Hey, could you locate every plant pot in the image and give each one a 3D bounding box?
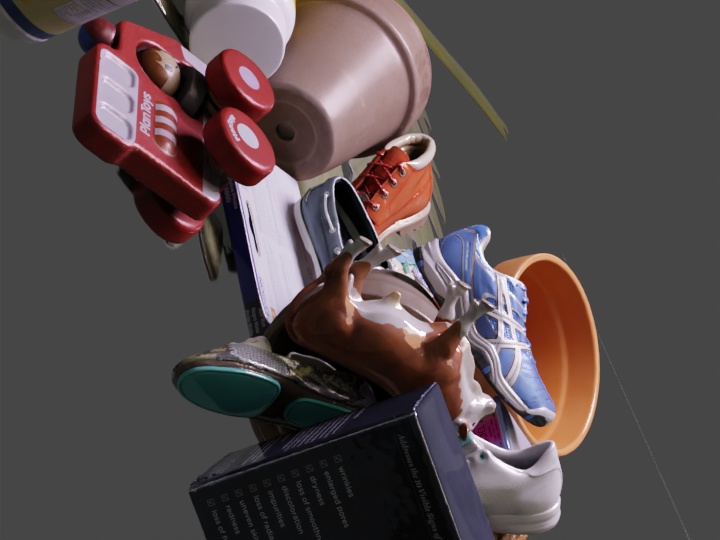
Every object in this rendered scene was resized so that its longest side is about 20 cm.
[{"bbox_3d":[0.136,0.089,1.793,0.199,0.139,0.203,13,74,-55],"label":"plant pot"},{"bbox_3d":[-0.044,-0.181,1.856,0.202,0.199,0.175,64,32,-22],"label":"plant pot"},{"bbox_3d":[0.009,0.082,1.611,0.174,0.198,0.202,-67,135,-67],"label":"plant pot"}]

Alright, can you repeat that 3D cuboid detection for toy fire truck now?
[{"bbox_3d":[-0.166,-0.135,1.478,0.168,0.112,0.201,38,30,-32],"label":"toy fire truck"}]

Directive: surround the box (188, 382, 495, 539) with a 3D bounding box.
[{"bbox_3d":[-0.002,0.221,1.412,0.124,0.195,0.202,-33,103,-75],"label":"box"}]

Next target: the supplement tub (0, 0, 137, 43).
[{"bbox_3d":[-0.194,-0.269,1.325,0.144,0.198,0.146,-20,90,-76],"label":"supplement tub"}]

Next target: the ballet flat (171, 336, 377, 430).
[{"bbox_3d":[-0.071,0.093,1.473,0.199,0.072,0.073,20,43,-30],"label":"ballet flat"}]

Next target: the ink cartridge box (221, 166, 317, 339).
[{"bbox_3d":[-0.092,-0.018,1.701,0.200,0.040,0.202,37,38,-67],"label":"ink cartridge box"}]

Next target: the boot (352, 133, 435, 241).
[{"bbox_3d":[0.009,-0.077,1.854,0.200,0.075,0.108,-33,148,-45],"label":"boot"}]

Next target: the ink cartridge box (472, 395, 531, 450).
[{"bbox_3d":[0.067,0.211,1.679,0.137,0.198,0.077,54,21,-50],"label":"ink cartridge box"}]

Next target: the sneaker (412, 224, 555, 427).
[{"bbox_3d":[0.127,0.050,1.622,0.201,0.077,0.076,59,1,1],"label":"sneaker"}]

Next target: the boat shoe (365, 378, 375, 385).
[{"bbox_3d":[-0.006,0.058,1.792,0.201,0.062,0.075,-113,-156,-47],"label":"boat shoe"}]

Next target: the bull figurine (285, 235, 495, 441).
[{"bbox_3d":[0.039,0.056,1.469,0.199,0.122,0.065,26,9,-11],"label":"bull figurine"}]

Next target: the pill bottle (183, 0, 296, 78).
[{"bbox_3d":[-0.120,-0.278,1.793,0.201,0.113,0.115,-90,156,-52],"label":"pill bottle"}]

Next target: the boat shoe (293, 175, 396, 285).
[{"bbox_3d":[0.000,0.000,1.733,0.072,0.062,0.201,-7,65,-47],"label":"boat shoe"}]

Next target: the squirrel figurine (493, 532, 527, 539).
[{"bbox_3d":[0.074,0.291,1.598,0.186,0.199,0.143,19,44,-57],"label":"squirrel figurine"}]

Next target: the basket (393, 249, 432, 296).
[{"bbox_3d":[0.051,0.079,1.915,0.201,0.138,0.176,63,14,6],"label":"basket"}]

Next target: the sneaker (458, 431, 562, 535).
[{"bbox_3d":[0.075,0.179,1.511,0.075,0.198,0.089,-121,-150,-61],"label":"sneaker"}]
